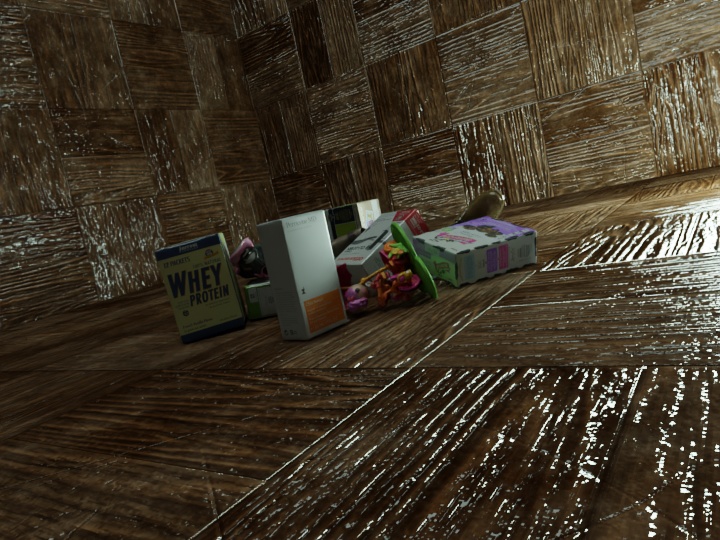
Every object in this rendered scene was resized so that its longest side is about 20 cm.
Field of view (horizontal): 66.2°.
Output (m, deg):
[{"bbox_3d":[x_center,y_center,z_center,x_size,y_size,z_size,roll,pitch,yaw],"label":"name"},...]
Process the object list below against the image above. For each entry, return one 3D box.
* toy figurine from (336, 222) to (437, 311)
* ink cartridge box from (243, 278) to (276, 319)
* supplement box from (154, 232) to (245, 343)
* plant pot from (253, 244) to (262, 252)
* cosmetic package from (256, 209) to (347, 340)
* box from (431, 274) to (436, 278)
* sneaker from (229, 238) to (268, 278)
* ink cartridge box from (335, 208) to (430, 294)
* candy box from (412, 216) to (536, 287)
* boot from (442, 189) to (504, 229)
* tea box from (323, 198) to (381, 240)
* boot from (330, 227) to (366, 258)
[{"bbox_3d":[0.024,0.027,1.041,0.182,0.151,0.200,-27,33,-4],"label":"toy figurine"},{"bbox_3d":[-0.159,0.048,1.278,0.197,0.077,0.148,-10,6,-4],"label":"ink cartridge box"},{"bbox_3d":[-0.343,0.030,1.216,0.133,0.203,0.200,-17,7,-9],"label":"supplement box"},{"bbox_3d":[-0.291,-0.028,1.876,0.197,0.136,0.200,-13,7,2],"label":"plant pot"},{"bbox_3d":[-0.097,0.007,0.945,0.071,0.203,0.101,-6,10,45],"label":"cosmetic package"},{"bbox_3d":[0.204,-0.022,1.300,0.198,0.040,0.137,-16,6,-20],"label":"box"},{"bbox_3d":[-0.240,-0.007,1.290,0.080,0.095,0.200,-57,-3,-8],"label":"sneaker"},{"bbox_3d":[0.046,-0.044,1.263,0.200,0.084,0.144,-46,23,-24],"label":"ink cartridge box"},{"bbox_3d":[0.234,-0.044,1.147,0.198,0.073,0.167,-16,22,-22],"label":"candy box"},{"bbox_3d":[0.247,-0.109,1.275,0.200,0.074,0.075,-43,-13,34],"label":"boot"},{"bbox_3d":[-0.024,-0.147,2.064,0.195,0.203,0.133,-5,9,41],"label":"tea box"},{"bbox_3d":[-0.049,-0.060,1.364,0.145,0.071,0.199,-29,-18,31],"label":"boot"}]
